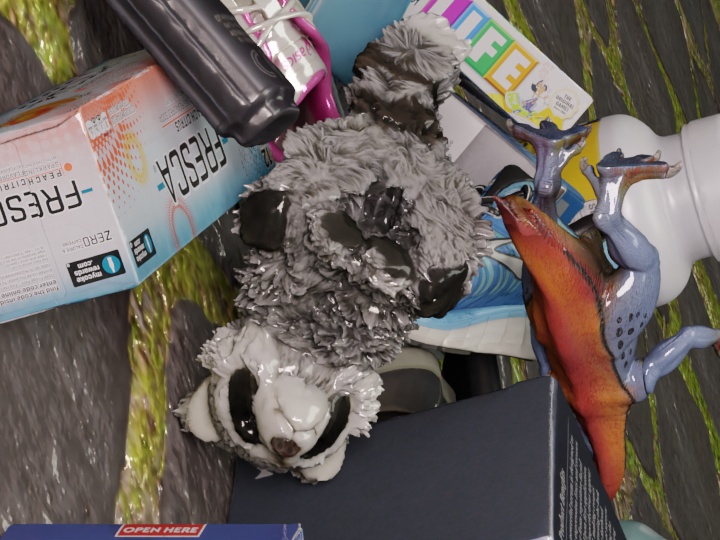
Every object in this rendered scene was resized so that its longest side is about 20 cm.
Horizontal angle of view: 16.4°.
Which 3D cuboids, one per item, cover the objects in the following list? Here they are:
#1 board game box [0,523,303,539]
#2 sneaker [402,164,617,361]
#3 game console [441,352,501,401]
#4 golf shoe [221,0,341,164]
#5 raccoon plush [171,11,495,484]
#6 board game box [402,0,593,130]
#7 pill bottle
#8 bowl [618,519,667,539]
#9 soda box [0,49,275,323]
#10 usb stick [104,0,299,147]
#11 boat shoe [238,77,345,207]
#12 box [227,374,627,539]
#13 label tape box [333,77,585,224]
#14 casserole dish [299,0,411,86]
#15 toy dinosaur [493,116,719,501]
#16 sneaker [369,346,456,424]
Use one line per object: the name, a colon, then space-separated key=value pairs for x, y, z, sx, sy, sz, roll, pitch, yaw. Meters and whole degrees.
board game box: x=-0.019 y=0.186 z=0.832 sx=0.062 sy=0.200 sz=0.200 roll=-61 pitch=148 yaw=-65
sneaker: x=0.046 y=-0.009 z=1.173 sx=0.200 sy=0.078 sz=0.090 roll=8 pitch=95 yaw=-36
game console: x=0.066 y=0.137 z=1.275 sx=0.177 sy=0.031 sz=0.200 roll=100 pitch=-16 yaw=-62
golf shoe: x=-0.053 y=-0.118 z=1.063 sx=0.075 sy=0.091 sz=0.200 roll=-41 pitch=131 yaw=-25
raccoon plush: x=0.000 y=0.000 z=1.042 sx=0.200 sy=0.097 sz=0.134 roll=-51 pitch=171 yaw=-49
board game box: x=0.029 y=-0.138 z=1.279 sx=0.134 sy=0.034 sz=0.200 roll=40 pitch=3 yaw=-24
pill bottle: x=0.120 y=-0.024 z=1.417 sx=0.112 sy=0.200 sz=0.112 roll=-15 pitch=90 yaw=-75
bowl: x=0.143 y=0.224 z=1.442 sx=0.201 sy=0.105 sz=0.201 roll=-15 pitch=90 yaw=-74
soda box: x=-0.093 y=-0.041 z=0.953 sx=0.200 sy=0.063 sz=0.069 roll=-47 pitch=120 yaw=-71
usb stick: x=-0.097 y=-0.128 z=0.940 sx=0.200 sy=0.033 sz=0.055 roll=49 pitch=9 yaw=6
boat shoe: x=-0.014 y=-0.034 z=1.203 sx=0.070 sy=0.071 sz=0.201 roll=-80 pitch=150 yaw=-57
box: x=0.046 y=0.166 z=1.080 sx=0.107 sy=0.148 sz=0.200 roll=-83 pitch=153 yaw=-54
label tape box: x=0.019 y=-0.080 z=1.302 sx=0.200 sy=0.063 sz=0.144 roll=41 pitch=4 yaw=8
casserole dish: x=0.011 y=-0.173 z=1.096 sx=0.039 sy=0.200 sz=0.121 roll=16 pitch=41 yaw=-19
toy dinosaur: x=0.087 y=0.028 z=1.088 sx=0.200 sy=0.105 sz=0.182 roll=-20 pitch=120 yaw=-48
sneaker: x=0.016 y=0.101 z=1.173 sx=0.200 sy=0.075 sz=0.106 roll=31 pitch=45 yaw=-70
